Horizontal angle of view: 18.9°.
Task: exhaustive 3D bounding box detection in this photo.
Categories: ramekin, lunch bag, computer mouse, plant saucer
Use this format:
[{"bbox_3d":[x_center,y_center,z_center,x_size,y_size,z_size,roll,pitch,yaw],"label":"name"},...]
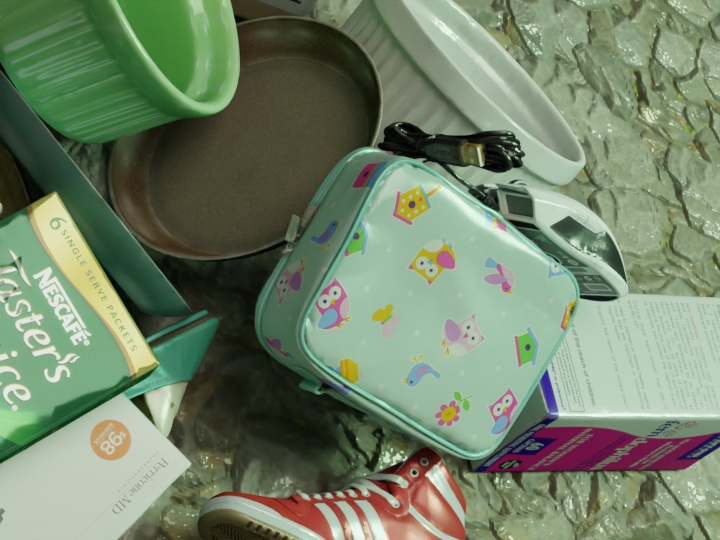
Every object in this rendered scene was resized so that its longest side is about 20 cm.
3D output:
[{"bbox_3d":[-0.171,-0.181,1.430,0.200,0.098,0.200,53,26,-39],"label":"ramekin"},{"bbox_3d":[0.032,0.024,1.387,0.200,0.077,0.161,34,84,-32],"label":"lunch bag"},{"bbox_3d":[0.056,-0.111,1.543,0.200,0.105,0.200,41,17,-15],"label":"ramekin"},{"bbox_3d":[0.110,-0.043,1.442,0.200,0.110,0.044,38,67,-36],"label":"computer mouse"},{"bbox_3d":[-0.074,-0.084,1.460,0.032,0.200,0.200,58,30,-50],"label":"plant saucer"},{"bbox_3d":[-0.177,-0.044,1.362,0.027,0.200,0.200,-39,87,-5],"label":"plant saucer"}]

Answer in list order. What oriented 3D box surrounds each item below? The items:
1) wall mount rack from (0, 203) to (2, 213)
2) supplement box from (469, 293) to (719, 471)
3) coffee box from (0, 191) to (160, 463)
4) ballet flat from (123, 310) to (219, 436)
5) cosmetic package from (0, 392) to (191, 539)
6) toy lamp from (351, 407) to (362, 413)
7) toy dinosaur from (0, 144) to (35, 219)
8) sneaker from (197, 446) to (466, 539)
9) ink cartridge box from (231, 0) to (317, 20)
[{"bbox_3d":[-0.318,-0.035,1.255,0.174,0.075,0.200,33,89,-22],"label":"wall mount rack"},{"bbox_3d":[0.174,0.080,1.551,0.200,0.101,0.104,1,62,-32],"label":"supplement box"},{"bbox_3d":[-0.227,0.053,1.215,0.200,0.044,0.123,-29,85,-19],"label":"coffee box"},{"bbox_3d":[-0.161,0.090,1.352,0.200,0.067,0.070,-24,83,-35],"label":"ballet flat"},{"bbox_3d":[-0.221,0.130,1.250,0.151,0.052,0.200,46,71,-4],"label":"cosmetic package"},{"bbox_3d":[0.000,0.000,1.518,0.058,0.058,0.200,4,64,-32],"label":"toy lamp"},{"bbox_3d":[-0.227,-0.055,1.361,0.058,0.101,0.200,-24,81,-21],"label":"toy dinosaur"},{"bbox_3d":[-0.013,0.155,1.402,0.200,0.071,0.113,26,55,-27],"label":"sneaker"},{"bbox_3d":[-0.075,-0.277,1.535,0.165,0.200,0.075,17,46,-22],"label":"ink cartridge box"}]
